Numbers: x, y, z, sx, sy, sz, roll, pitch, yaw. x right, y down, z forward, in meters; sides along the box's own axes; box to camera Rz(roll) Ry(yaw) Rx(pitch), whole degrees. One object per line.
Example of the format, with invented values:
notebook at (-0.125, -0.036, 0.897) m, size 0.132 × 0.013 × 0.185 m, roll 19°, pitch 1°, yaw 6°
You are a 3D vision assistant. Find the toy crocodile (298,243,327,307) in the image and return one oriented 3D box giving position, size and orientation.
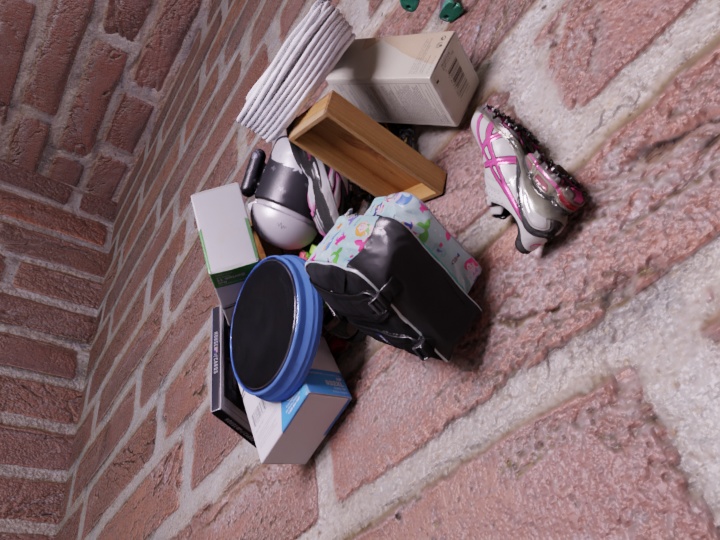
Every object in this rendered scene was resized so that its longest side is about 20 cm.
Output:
toy crocodile at (-0.073, 0.002, 0.907) m, size 0.200 × 0.060 × 0.070 m, roll -128°, pitch 56°, yaw -69°

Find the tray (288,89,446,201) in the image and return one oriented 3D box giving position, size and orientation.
tray at (0.011, -0.152, 0.774) m, size 0.097 × 0.197 × 0.038 m, roll -13°, pitch 53°, yaw 53°

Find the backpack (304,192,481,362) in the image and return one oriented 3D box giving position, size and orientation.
backpack at (0.031, 0.008, 0.688) m, size 0.153 × 0.177 × 0.198 m, roll -55°, pitch 22°, yaw -20°

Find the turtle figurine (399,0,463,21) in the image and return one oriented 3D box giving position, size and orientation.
turtle figurine at (0.124, -0.487, 0.882) m, size 0.145 × 0.101 × 0.207 m, roll 9°, pitch 80°, yaw 17°

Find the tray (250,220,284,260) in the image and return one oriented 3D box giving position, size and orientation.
tray at (-0.197, -0.047, 1.127) m, size 0.199 × 0.036 × 0.101 m, roll 1°, pitch 114°, yaw 67°

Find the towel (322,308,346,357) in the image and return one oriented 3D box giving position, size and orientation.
towel at (-0.075, 0.073, 0.965) m, size 0.144 × 0.022 × 0.205 m, roll -44°, pitch 40°, yaw 37°

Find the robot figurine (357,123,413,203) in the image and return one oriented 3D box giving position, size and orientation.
robot figurine at (0.023, -0.208, 0.923) m, size 0.145 × 0.057 × 0.205 m, roll -46°, pitch 39°, yaw 39°

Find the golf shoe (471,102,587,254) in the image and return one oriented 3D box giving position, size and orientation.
golf shoe at (0.159, -0.108, 0.639) m, size 0.093 × 0.071 × 0.203 m, roll -53°, pitch 35°, yaw 29°

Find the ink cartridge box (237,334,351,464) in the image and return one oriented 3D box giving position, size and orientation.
ink cartridge box at (-0.111, 0.159, 0.877) m, size 0.147 × 0.082 × 0.202 m, roll -56°, pitch 41°, yaw 25°

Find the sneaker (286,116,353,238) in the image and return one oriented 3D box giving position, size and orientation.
sneaker at (-0.036, -0.137, 0.870) m, size 0.080 × 0.084 × 0.206 m, roll 12°, pitch 121°, yaw 65°

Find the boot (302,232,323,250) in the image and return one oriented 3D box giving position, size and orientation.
boot at (-0.097, -0.116, 1.078) m, size 0.199 × 0.067 × 0.133 m, roll 33°, pitch 95°, yaw 53°

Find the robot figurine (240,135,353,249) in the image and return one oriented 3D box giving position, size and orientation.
robot figurine at (-0.103, -0.136, 0.952) m, size 0.147 × 0.124 × 0.206 m, roll 18°, pitch 86°, yaw 39°

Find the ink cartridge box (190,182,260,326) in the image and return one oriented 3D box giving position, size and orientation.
ink cartridge box at (-0.210, -0.019, 0.967) m, size 0.202 × 0.080 × 0.150 m, roll 96°, pitch 156°, yaw -62°

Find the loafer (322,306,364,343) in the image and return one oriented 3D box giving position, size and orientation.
loafer at (0.000, 0.000, 0.843) m, size 0.071 × 0.062 × 0.207 m, roll 11°, pitch 83°, yaw 58°

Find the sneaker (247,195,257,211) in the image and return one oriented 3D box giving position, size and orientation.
sneaker at (-0.141, -0.183, 1.066) m, size 0.200 × 0.083 × 0.076 m, roll -44°, pitch 15°, yaw -28°

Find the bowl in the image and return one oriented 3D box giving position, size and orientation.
bowl at (-0.125, 0.077, 0.821) m, size 0.198 × 0.039 × 0.208 m, roll -21°, pitch 62°, yaw 46°

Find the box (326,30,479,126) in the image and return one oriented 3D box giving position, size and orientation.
box at (0.055, -0.263, 0.810) m, size 0.196 × 0.095 × 0.079 m, roll 18°, pitch 72°, yaw 42°

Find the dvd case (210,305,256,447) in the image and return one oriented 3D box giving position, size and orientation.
dvd case at (-0.212, 0.183, 1.015) m, size 0.024 × 0.151 × 0.204 m, roll -20°, pitch 49°, yaw 11°

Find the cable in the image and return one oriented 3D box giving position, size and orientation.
cable at (-0.089, -0.269, 0.798) m, size 0.199 × 0.069 × 0.203 m, roll -42°, pitch 21°, yaw 32°
